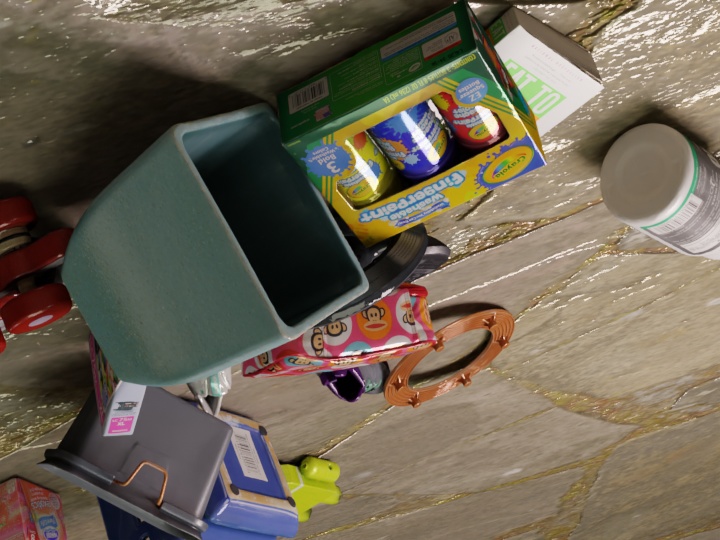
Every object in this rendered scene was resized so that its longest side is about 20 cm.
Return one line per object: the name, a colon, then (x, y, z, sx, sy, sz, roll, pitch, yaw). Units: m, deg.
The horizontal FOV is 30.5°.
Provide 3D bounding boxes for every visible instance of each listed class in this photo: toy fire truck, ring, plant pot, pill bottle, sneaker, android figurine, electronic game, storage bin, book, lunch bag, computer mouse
toy fire truck: (-0.329, 0.013, 1.268, 0.198, 0.113, 0.168, -28, 173, 16)
ring: (0.119, 0.120, 1.718, 0.198, 0.019, 0.201, -26, 154, -14)
plant pot: (-0.202, 0.287, 1.681, 0.179, 0.202, 0.199, -40, 144, 20)
pill bottle: (0.362, -0.081, 1.475, 0.113, 0.114, 0.199, -36, 146, 27)
sneaker: (-0.013, 0.138, 1.643, 0.074, 0.088, 0.200, -27, 148, 15)
sneaker: (-0.170, 0.096, 1.487, 0.074, 0.089, 0.201, -11, 149, -9)
android figurine: (-0.119, 0.329, 1.938, 0.181, 0.042, 0.199, -34, 147, 25)
plant pot: (-0.146, -0.004, 1.175, 0.199, 0.198, 0.196, -30, 180, 24)
electronic game: (-0.025, -0.003, 1.327, 0.198, 0.201, 0.042, -23, 115, 6)
storage bin: (-0.243, 0.204, 1.499, 0.198, 0.136, 0.145, 30, 162, -17)
book: (0.118, -0.160, 1.287, 0.133, 0.049, 0.199, 21, 132, -40)
lunch bag: (-0.033, 0.072, 1.442, 0.197, 0.083, 0.176, -5, 169, -29)
computer mouse: (0.000, 0.000, 1.476, 0.139, 0.047, 0.200, -1, 157, -35)

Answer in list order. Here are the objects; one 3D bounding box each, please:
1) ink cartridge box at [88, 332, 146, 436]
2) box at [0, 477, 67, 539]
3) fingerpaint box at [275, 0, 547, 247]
ink cartridge box: (-0.248, 0.073, 1.374, 0.041, 0.121, 0.201, -2, 146, -23)
box: (-0.493, 0.362, 1.728, 0.198, 0.096, 0.103, -26, 148, 13)
fingerpaint box: (0.048, -0.129, 1.217, 0.198, 0.074, 0.167, -24, 137, 17)
